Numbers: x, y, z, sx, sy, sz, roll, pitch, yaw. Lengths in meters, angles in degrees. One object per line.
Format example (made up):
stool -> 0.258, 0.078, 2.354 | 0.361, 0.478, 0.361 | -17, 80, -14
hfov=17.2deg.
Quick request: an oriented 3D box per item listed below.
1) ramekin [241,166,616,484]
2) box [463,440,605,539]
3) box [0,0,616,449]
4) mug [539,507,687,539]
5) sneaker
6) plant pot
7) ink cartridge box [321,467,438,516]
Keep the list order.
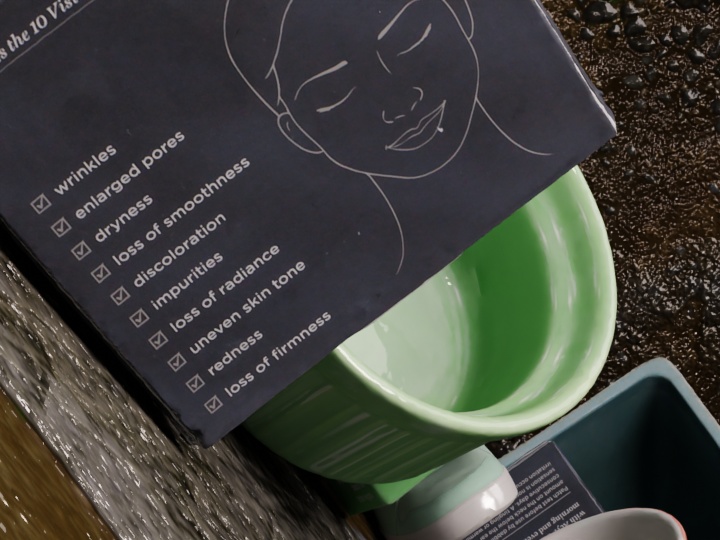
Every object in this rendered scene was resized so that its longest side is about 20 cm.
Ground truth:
ramekin -> 0.009, -0.002, 1.076 | 0.199, 0.098, 0.201 | 19, 54, -29
box -> 0.137, 0.222, 1.405 | 0.200, 0.107, 0.148 | 56, 2, 22
box -> -0.049, -0.082, 0.856 | 0.197, 0.200, 0.124 | 53, 0, -37
mug -> 0.136, 0.222, 1.112 | 0.200, 0.133, 0.178 | 57, 3, -15
sneaker -> 0.014, 0.083, 1.312 | 0.119, 0.074, 0.200 | 60, -9, -15
plant pot -> 0.189, 0.220, 1.646 | 0.196, 0.196, 0.200 | 55, -6, 26
ink cartridge box -> 0.000, 0.000, 1.203 | 0.200, 0.146, 0.084 | 53, -14, 0
